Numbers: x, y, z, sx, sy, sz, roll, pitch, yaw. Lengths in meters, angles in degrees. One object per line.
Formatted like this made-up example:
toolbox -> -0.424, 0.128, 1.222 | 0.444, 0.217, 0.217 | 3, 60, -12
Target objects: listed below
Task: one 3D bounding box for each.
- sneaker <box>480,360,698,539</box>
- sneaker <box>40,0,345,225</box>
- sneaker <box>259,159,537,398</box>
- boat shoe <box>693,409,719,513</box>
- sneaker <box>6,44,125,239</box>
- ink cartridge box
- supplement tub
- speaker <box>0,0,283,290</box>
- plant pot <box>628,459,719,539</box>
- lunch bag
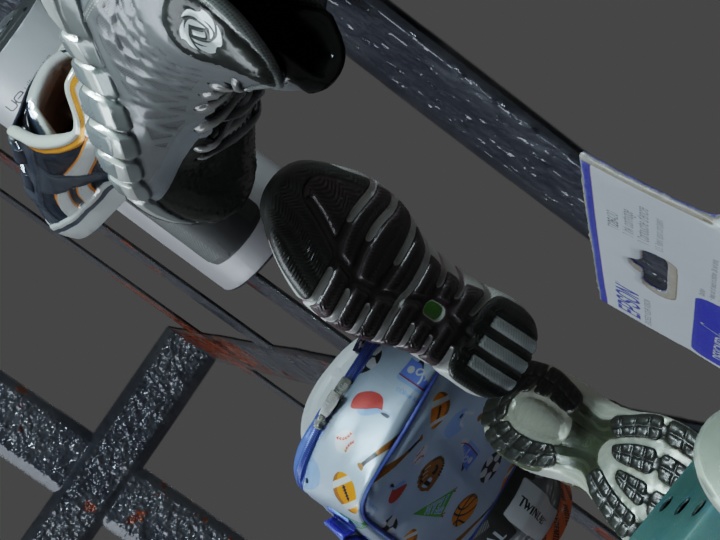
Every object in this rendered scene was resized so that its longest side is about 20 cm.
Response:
sneaker -> 0.167, 0.117, 1.176 | 0.200, 0.077, 0.088 | 34, -173, 42
sneaker -> -0.054, -0.074, 0.802 | 0.115, 0.075, 0.200 | 16, 153, 26
sneaker -> 0.000, 0.000, 1.106 | 0.200, 0.076, 0.115 | 39, 174, -33
boat shoe -> 0.239, 0.126, 0.877 | 0.200, 0.070, 0.072 | 27, 164, 27
sneaker -> -0.142, -0.074, 1.029 | 0.079, 0.079, 0.200 | 31, 158, -17
ink cartridge box -> 0.171, 0.024, 0.666 | 0.200, 0.047, 0.198 | 34, 173, 14
supplement tub -> 0.062, 0.142, 1.500 | 0.200, 0.123, 0.122 | 38, 171, -28
speaker -> -0.132, -0.077, 1.161 | 0.200, 0.081, 0.081 | 38, 171, -18
plant pot -> 0.239, 0.185, 1.021 | 0.200, 0.141, 0.141 | 42, 171, -3
lunch bag -> 0.036, 0.111, 1.288 | 0.075, 0.161, 0.200 | 29, 171, 30
